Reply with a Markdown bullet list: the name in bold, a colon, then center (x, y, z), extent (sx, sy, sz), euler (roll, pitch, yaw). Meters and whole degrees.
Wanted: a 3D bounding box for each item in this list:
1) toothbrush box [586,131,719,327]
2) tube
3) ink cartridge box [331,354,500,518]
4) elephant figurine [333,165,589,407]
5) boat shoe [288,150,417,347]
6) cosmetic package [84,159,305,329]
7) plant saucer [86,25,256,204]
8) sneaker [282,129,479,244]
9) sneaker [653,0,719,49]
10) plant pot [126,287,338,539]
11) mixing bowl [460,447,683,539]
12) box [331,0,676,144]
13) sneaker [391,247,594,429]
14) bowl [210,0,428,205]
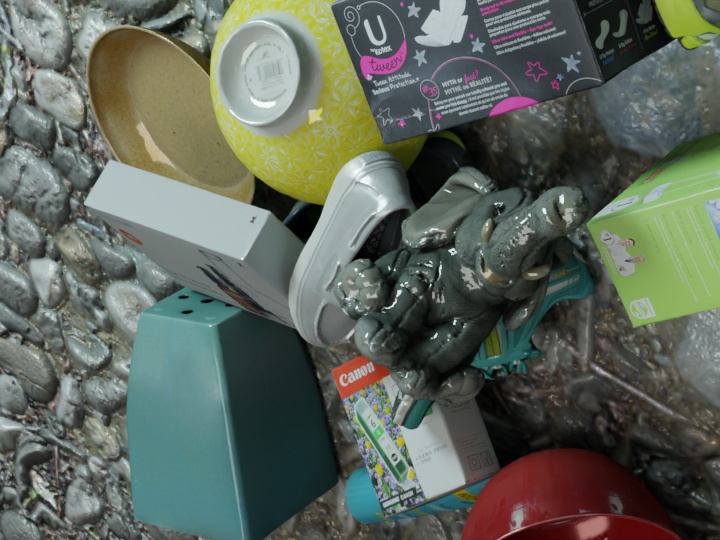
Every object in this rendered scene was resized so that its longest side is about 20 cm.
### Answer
- **toothbrush box**: center (0.277, -0.046, 1.234), extent (0.199, 0.145, 0.086), euler (-18, 103, 43)
- **tube**: center (0.073, 0.189, 1.604), extent (0.199, 0.077, 0.051), euler (-13, 76, 44)
- **ink cartridge box**: center (0.034, 0.095, 1.543), extent (0.109, 0.050, 0.201), euler (-30, 77, 45)
- **elephant figurine**: center (0.092, -0.006, 1.318), extent (0.200, 0.141, 0.156), euler (-45, 47, 17)
- **boat shoe**: center (0.000, 0.000, 1.426), extent (0.069, 0.072, 0.201), euler (63, 141, 36)
- **cosmetic package**: center (-0.115, -0.016, 1.543), extent (0.199, 0.052, 0.151), euler (19, 161, 40)
- **plant saucer**: center (-0.155, -0.129, 1.591), extent (0.200, 0.035, 0.201), euler (30, 140, 28)
- **sneaker**: center (0.016, -0.054, 1.484), extent (0.199, 0.081, 0.074), euler (-22, 101, 44)
- **sneaker**: center (0.217, -0.249, 1.211), extent (0.081, 0.074, 0.201), euler (-14, 114, 36)
- **plant pot**: center (-0.126, 0.119, 1.670), extent (0.141, 0.141, 0.201), euler (7, 114, 35)
- **mixing bowl**: center (0.163, 0.214, 1.482), extent (0.199, 0.109, 0.201), euler (-3, 137, -3)
- **box**: center (0.104, -0.181, 1.301), extent (0.199, 0.132, 0.115), euler (-11, 105, 42)
- **sneaker**: center (0.100, 0.056, 1.445), extent (0.080, 0.078, 0.200), euler (42, 101, -6)
- **bowl**: center (-0.048, -0.149, 1.412), extent (0.199, 0.107, 0.202), euler (2, 94, 32)
